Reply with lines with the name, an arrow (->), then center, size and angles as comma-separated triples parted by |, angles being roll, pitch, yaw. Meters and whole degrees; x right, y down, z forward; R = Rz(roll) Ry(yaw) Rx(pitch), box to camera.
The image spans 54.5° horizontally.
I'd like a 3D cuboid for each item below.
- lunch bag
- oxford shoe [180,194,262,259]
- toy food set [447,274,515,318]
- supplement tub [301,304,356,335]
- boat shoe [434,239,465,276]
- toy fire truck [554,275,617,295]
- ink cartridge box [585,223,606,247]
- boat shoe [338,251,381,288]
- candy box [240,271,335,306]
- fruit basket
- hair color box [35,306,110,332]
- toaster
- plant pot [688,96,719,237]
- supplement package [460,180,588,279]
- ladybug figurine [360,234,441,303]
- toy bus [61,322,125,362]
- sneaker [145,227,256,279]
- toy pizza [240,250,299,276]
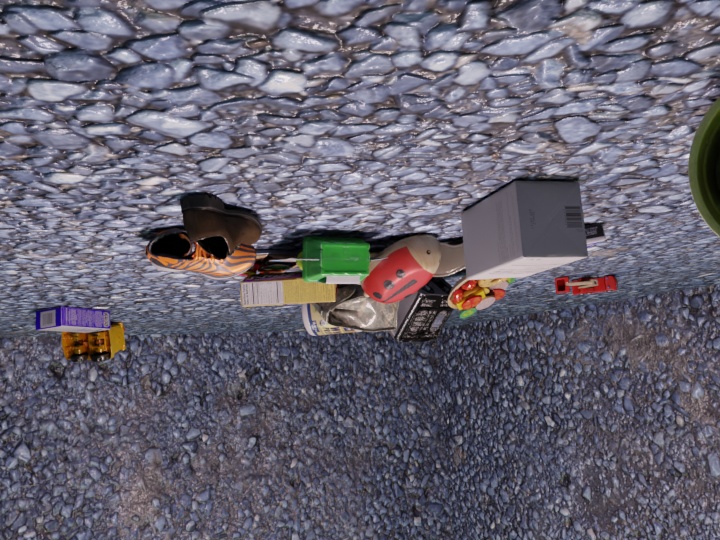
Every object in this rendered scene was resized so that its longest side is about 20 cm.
lunch bag -> -0.025, 0.072, 1.718 | 0.197, 0.120, 0.164 | -1, -160, -23
oxford shoe -> -0.215, -0.056, 1.093 | 0.071, 0.086, 0.199 | -9, 171, 21
toy food set -> 0.330, 0.052, 1.903 | 0.198, 0.049, 0.198 | -29, 151, 5
supplement tub -> -0.054, 0.103, 1.955 | 0.196, 0.147, 0.144 | -6, 171, 13
boat shoe -> 0.209, -0.029, 1.490 | 0.197, 0.074, 0.062 | -15, 170, 25
toy fire truck -> 0.734, 0.046, 2.270 | 0.196, 0.050, 0.141 | -7, 170, 16
ink cartridge box -> 0.395, -0.046, 1.508 | 0.194, 0.048, 0.200 | -12, 173, -7
boat shoe -> 0.000, 0.000, 1.592 | 0.071, 0.066, 0.199 | 3, 168, -39
candy box -> -0.149, 0.036, 1.489 | 0.196, 0.058, 0.117 | -2, -172, 0
fruit basket -> -0.068, -0.014, 1.399 | 0.182, 0.096, 0.199 | 0, 173, -27
hair color box -> -0.877, 0.152, 2.143 | 0.108, 0.066, 0.199 | -9, 168, 22
toaster -> 0.166, 0.112, 1.992 | 0.179, 0.119, 0.202 | 3, 124, -40
plant pot -> 0.472, -0.119, 0.787 | 0.197, 0.204, 0.189 | -8, -177, 24
supplement package -> 0.262, -0.061, 1.153 | 0.118, 0.124, 0.200 | -2, 171, -18
ladybug figurine -> 0.085, 0.006, 1.443 | 0.199, 0.073, 0.135 | -38, 139, 26
toy bus -> -0.957, 0.247, 2.558 | 0.196, 0.138, 0.192 | -4, -173, 12
sneaker -> -0.280, -0.030, 1.242 | 0.196, 0.079, 0.112 | -2, 172, -14
toy pizza -> -0.219, -0.011, 1.532 | 0.196, 0.032, 0.200 | -4, 171, -1
